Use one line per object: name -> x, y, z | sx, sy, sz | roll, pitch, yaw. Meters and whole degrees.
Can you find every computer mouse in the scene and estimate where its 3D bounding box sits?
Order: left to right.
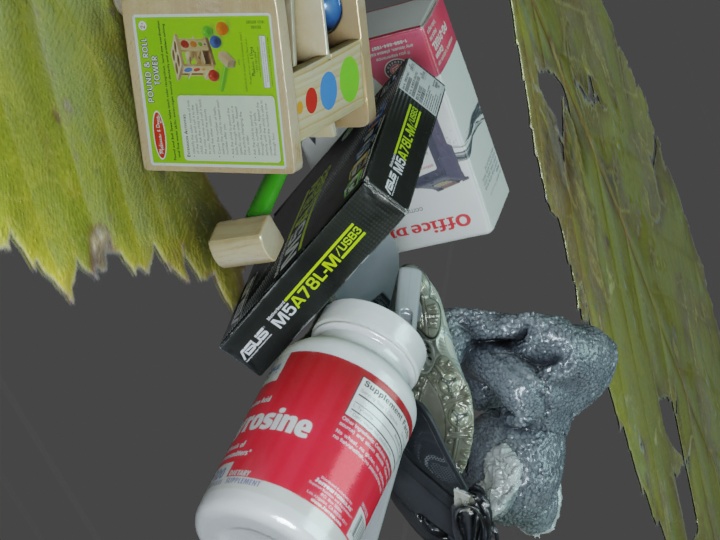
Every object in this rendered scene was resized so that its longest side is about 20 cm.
computer mouse -> 0.057, 0.187, 1.755 | 0.200, 0.052, 0.139 | -121, -162, -49

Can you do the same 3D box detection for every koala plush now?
koala plush -> 0.152, 0.152, 1.999 | 0.177, 0.182, 0.202 | 37, 56, -62

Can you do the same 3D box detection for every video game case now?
video game case -> 0.015, 0.129, 1.668 | 0.201, 0.023, 0.183 | 103, -4, -45

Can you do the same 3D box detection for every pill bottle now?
pill bottle -> -0.028, 0.122, 1.477 | 0.201, 0.112, 0.113 | -62, 140, -33

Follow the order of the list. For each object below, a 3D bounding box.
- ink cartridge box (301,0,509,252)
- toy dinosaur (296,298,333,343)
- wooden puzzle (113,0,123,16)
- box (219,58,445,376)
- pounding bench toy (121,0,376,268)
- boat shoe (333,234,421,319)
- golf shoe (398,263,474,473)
ink cartridge box -> 0.029, -0.121, 1.818 | 0.084, 0.144, 0.201 | -65, 138, -58
toy dinosaur -> -0.031, 0.081, 1.684 | 0.088, 0.047, 0.200 | 60, 21, -25
wooden puzzle -> -0.142, -0.267, 1.588 | 0.200, 0.037, 0.186 | 5, 74, -70
box -> -0.019, -0.043, 1.586 | 0.047, 0.193, 0.200 | 37, 33, -12
pounding bench toy -> -0.070, -0.117, 1.521 | 0.156, 0.123, 0.202 | -35, 123, -59
boat shoe -> 0.000, 0.000, 1.780 | 0.057, 0.068, 0.200 | 52, -4, 28
golf shoe -> 0.066, 0.093, 1.911 | 0.097, 0.078, 0.202 | -1, 80, -77
